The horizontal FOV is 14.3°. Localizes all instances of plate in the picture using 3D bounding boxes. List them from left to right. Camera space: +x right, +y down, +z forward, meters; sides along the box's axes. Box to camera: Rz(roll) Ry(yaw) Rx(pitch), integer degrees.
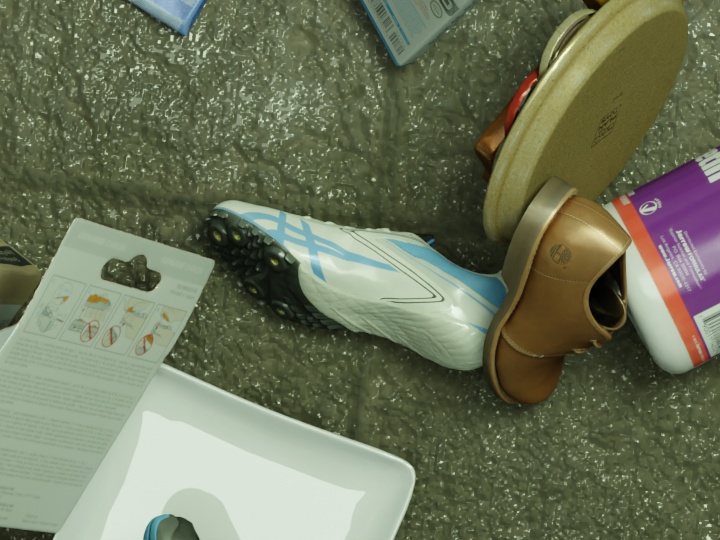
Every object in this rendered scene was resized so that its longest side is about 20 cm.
[{"bbox_3d":[-0.089,0.177,1.781,0.199,0.032,0.200,21,91,3],"label":"plate"}]

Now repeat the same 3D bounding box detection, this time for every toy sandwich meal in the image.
[{"bbox_3d":[0.118,-0.102,1.686,0.070,0.205,0.205,36,93,20],"label":"toy sandwich meal"}]

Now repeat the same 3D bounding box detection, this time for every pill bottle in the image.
[{"bbox_3d":[0.245,-0.028,1.719,0.200,0.112,0.113,-28,89,3],"label":"pill bottle"}]

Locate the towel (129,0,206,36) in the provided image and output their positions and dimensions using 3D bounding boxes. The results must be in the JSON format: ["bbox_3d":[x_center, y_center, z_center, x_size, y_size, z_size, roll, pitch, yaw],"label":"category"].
[{"bbox_3d":[-0.153,-0.258,1.783,0.200,0.024,0.147,34,93,2],"label":"towel"}]

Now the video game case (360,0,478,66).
[{"bbox_3d":[0.042,-0.228,1.695,0.018,0.200,0.143,-21,78,-37],"label":"video game case"}]

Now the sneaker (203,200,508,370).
[{"bbox_3d":[0.000,0.000,1.764,0.199,0.072,0.073,21,53,10],"label":"sneaker"}]

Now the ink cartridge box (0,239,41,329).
[{"bbox_3d":[-0.288,0.060,1.725,0.075,0.165,0.200,36,93,3],"label":"ink cartridge box"}]

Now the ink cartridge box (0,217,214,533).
[{"bbox_3d":[-0.188,0.058,1.698,0.047,0.160,0.200,34,98,29],"label":"ink cartridge box"}]

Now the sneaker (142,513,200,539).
[{"bbox_3d":[-0.070,0.233,1.740,0.082,0.073,0.201,-25,95,-13],"label":"sneaker"}]

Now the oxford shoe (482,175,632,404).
[{"bbox_3d":[0.119,0.029,1.691,0.071,0.200,0.071,30,61,14],"label":"oxford shoe"}]
